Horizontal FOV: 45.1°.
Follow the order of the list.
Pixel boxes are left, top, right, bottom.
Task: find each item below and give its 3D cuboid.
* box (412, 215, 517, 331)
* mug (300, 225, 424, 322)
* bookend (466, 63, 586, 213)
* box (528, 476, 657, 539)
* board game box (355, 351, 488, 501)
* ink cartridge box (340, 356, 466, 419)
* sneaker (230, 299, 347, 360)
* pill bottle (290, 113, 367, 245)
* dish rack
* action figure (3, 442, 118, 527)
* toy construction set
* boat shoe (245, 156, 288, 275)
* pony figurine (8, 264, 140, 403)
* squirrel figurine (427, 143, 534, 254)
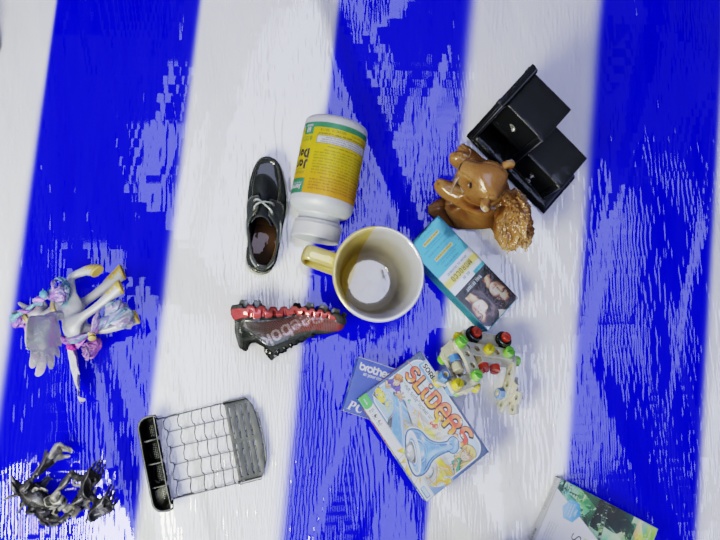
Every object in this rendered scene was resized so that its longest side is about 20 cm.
[{"bbox_3d":[0.173,0.007,1.507,0.200,0.049,0.082,45,82,0],"label":"box"},{"bbox_3d":[0.009,-0.001,1.437,0.149,0.153,0.187,-40,89,-8],"label":"mug"},{"bbox_3d":[0.301,-0.216,1.468,0.200,0.199,0.092,45,79,-1],"label":"bookend"},{"bbox_3d":[0.397,0.467,1.495,0.197,0.036,0.146,27,82,-4],"label":"box"},{"bbox_3d":[0.102,0.256,1.435,0.134,0.034,0.201,-35,88,-11],"label":"board game box"},{"bbox_3d":[0.074,0.223,1.477,0.196,0.044,0.096,19,81,-4],"label":"ink cartridge box"},{"bbox_3d":[-0.120,0.101,1.454,0.196,0.071,0.100,1,84,-4],"label":"sneaker"},{"bbox_3d":[-0.058,-0.150,1.464,0.110,0.113,0.204,11,84,-5],"label":"pill bottle"},{"bbox_3d":[-0.256,0.296,1.428,0.196,0.055,0.157,-12,87,-8],"label":"dish rack"},{"bbox_3d":[-0.471,0.347,1.375,0.197,0.102,0.120,-9,118,30],"label":"action figure"},{"bbox_3d":[0.208,0.167,1.450,0.198,0.092,0.133,23,45,-36],"label":"toy construction set"},{"bbox_3d":[-0.160,-0.097,1.472,0.070,0.068,0.204,5,82,-4],"label":"boat shoe"},{"bbox_3d":[-0.461,0.088,1.391,0.197,0.168,0.195,-26,56,-5],"label":"pony figurine"},{"bbox_3d":[0.223,-0.126,1.456,0.199,0.187,0.143,36,81,-2],"label":"squirrel figurine"}]
